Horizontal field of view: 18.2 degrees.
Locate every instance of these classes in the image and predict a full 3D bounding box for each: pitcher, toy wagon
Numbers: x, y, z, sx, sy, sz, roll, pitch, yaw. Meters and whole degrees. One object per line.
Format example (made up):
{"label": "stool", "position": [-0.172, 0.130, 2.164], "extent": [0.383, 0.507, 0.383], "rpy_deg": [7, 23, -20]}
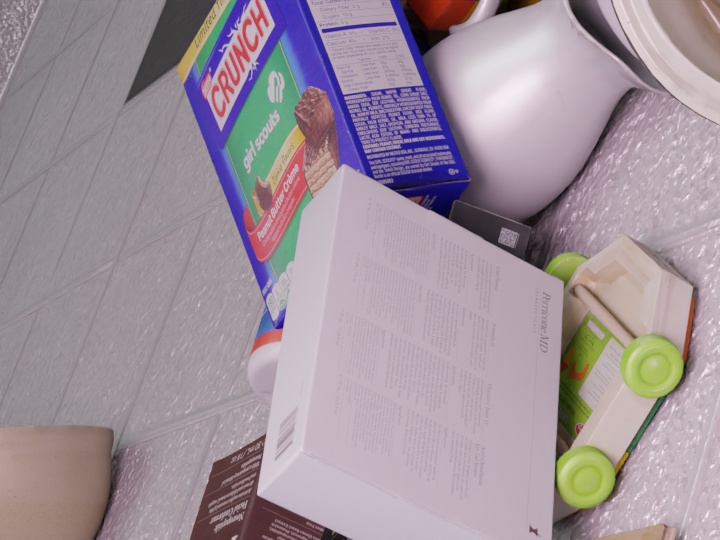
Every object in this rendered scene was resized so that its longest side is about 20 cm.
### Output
{"label": "pitcher", "position": [0.095, -0.129, 1.399], "extent": [0.200, 0.121, 0.173], "rpy_deg": [-40, 56, 40]}
{"label": "toy wagon", "position": [0.111, 0.078, 1.242], "extent": [0.201, 0.039, 0.155], "rpy_deg": [-60, 19, 10]}

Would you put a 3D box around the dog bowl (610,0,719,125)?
{"label": "dog bowl", "position": [0.220, -0.165, 1.083], "extent": [0.200, 0.200, 0.074], "rpy_deg": [-52, -20, 28]}

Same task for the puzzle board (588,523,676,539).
{"label": "puzzle board", "position": [0.092, 0.230, 1.129], "extent": [0.151, 0.017, 0.201], "rpy_deg": [-27, 40, 61]}

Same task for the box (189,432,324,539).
{"label": "box", "position": [-0.077, 0.217, 1.493], "extent": [0.100, 0.075, 0.201], "rpy_deg": [-33, 37, 55]}

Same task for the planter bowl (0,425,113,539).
{"label": "planter bowl", "position": [-0.310, 0.212, 1.957], "extent": [0.200, 0.199, 0.136], "rpy_deg": [-20, 73, 63]}

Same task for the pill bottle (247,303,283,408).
{"label": "pill bottle", "position": [0.000, 0.000, 1.518], "extent": [0.112, 0.112, 0.201], "rpy_deg": [-35, 33, 53]}

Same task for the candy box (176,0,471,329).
{"label": "candy box", "position": [-0.027, -0.094, 1.396], "extent": [0.169, 0.077, 0.201], "rpy_deg": [-53, 51, 51]}

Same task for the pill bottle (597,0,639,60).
{"label": "pill bottle", "position": [0.223, -0.193, 1.196], "extent": [0.200, 0.112, 0.113], "rpy_deg": [-44, 27, 44]}

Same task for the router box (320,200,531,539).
{"label": "router box", "position": [0.035, 0.079, 1.346], "extent": [0.157, 0.052, 0.201], "rpy_deg": [118, 172, -69]}

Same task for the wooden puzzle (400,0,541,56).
{"label": "wooden puzzle", "position": [0.072, -0.162, 1.508], "extent": [0.200, 0.185, 0.046], "rpy_deg": [-47, 64, 33]}

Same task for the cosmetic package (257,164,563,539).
{"label": "cosmetic package", "position": [0.031, 0.058, 1.184], "extent": [0.052, 0.150, 0.201], "rpy_deg": [-47, 24, 42]}
